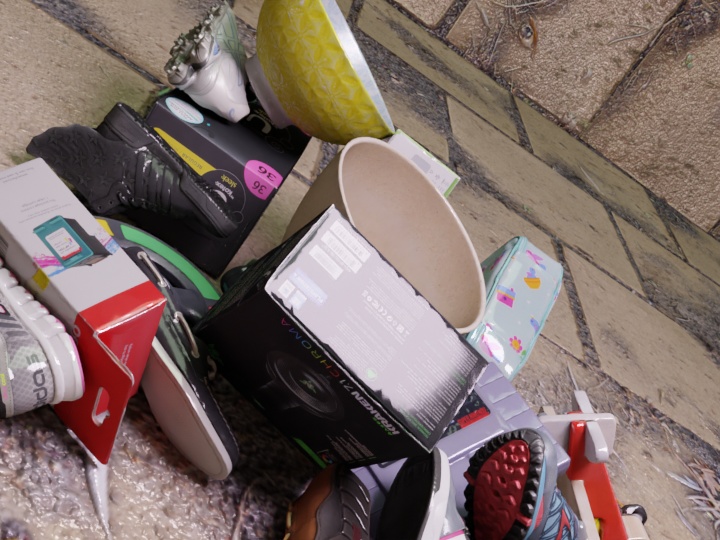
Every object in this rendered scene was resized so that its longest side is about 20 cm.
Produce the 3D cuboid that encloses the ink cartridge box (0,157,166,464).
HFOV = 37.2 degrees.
[{"bbox_3d":[-0.214,0.030,0.792,0.200,0.117,0.067,46,46,18],"label":"ink cartridge box"}]

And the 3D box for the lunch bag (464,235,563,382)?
[{"bbox_3d":[0.129,0.068,1.161,0.077,0.160,0.201,39,53,-7],"label":"lunch bag"}]

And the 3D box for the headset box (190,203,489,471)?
[{"bbox_3d":[-0.028,0.065,0.854,0.174,0.200,0.093,45,61,-10],"label":"headset box"}]

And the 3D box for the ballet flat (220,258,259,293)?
[{"bbox_3d":[-0.080,0.010,1.122,0.073,0.073,0.199,44,25,17],"label":"ballet flat"}]

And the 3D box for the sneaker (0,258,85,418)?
[{"bbox_3d":[-0.281,0.038,0.745,0.199,0.074,0.087,36,41,27],"label":"sneaker"}]

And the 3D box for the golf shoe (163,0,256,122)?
[{"bbox_3d":[-0.151,-0.218,1.142,0.097,0.078,0.201,45,23,-24],"label":"golf shoe"}]

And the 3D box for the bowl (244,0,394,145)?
[{"bbox_3d":[-0.054,-0.205,1.103,0.201,0.107,0.200,61,9,-16],"label":"bowl"}]

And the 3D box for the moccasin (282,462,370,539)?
[{"bbox_3d":[-0.036,0.218,0.788,0.074,0.078,0.202,46,15,-19],"label":"moccasin"}]

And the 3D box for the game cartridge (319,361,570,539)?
[{"bbox_3d":[0.071,0.165,0.951,0.198,0.039,0.130,-22,58,-23],"label":"game cartridge"}]

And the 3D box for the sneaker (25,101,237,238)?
[{"bbox_3d":[-0.220,-0.081,1.035,0.200,0.104,0.060,46,5,-2],"label":"sneaker"}]

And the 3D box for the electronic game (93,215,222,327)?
[{"bbox_3d":[-0.197,0.021,0.953,0.199,0.042,0.201,32,22,-15],"label":"electronic game"}]

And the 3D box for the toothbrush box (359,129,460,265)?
[{"bbox_3d":[0.027,-0.062,1.166,0.086,0.146,0.200,37,0,-1],"label":"toothbrush box"}]

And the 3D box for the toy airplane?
[{"bbox_3d":[0.200,0.220,1.040,0.200,0.140,0.201,44,27,-71],"label":"toy airplane"}]

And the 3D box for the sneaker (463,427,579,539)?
[{"bbox_3d":[0.139,0.204,0.892,0.095,0.202,0.079,-17,39,-31],"label":"sneaker"}]

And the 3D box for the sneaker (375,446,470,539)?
[{"bbox_3d":[0.079,0.246,0.840,0.120,0.083,0.202,29,49,-25],"label":"sneaker"}]

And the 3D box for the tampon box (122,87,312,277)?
[{"bbox_3d":[-0.160,-0.115,1.160,0.149,0.127,0.200,34,23,-7],"label":"tampon box"}]

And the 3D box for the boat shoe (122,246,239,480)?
[{"bbox_3d":[-0.149,0.070,0.846,0.060,0.074,0.201,-30,79,-39],"label":"boat shoe"}]

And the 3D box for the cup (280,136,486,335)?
[{"bbox_3d":[0.000,0.000,0.989,0.200,0.143,0.202,36,35,-31],"label":"cup"}]
